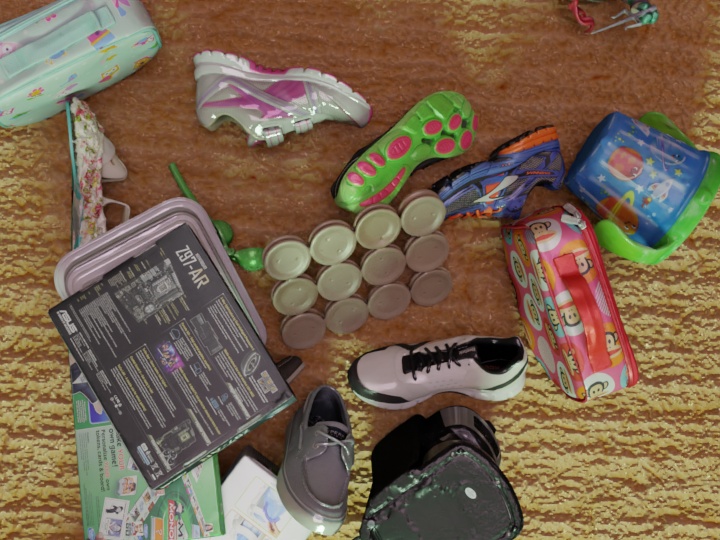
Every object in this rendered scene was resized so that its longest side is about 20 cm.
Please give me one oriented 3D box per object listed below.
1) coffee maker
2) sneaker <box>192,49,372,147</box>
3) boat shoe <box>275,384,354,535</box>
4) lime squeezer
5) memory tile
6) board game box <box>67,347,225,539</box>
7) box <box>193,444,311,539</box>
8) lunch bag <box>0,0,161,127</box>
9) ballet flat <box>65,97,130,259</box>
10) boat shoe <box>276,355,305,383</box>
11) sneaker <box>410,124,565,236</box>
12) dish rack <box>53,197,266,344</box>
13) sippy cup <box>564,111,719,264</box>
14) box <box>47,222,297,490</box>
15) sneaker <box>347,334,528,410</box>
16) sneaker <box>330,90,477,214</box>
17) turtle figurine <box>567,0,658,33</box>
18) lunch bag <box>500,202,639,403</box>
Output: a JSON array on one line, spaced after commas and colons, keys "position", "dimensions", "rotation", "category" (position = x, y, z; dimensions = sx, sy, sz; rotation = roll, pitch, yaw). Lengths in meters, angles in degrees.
[{"position": [0.057, 0.226, 1.064], "dimensions": [0.190, 0.200, 0.136], "rotation": [-12, 94, 3], "category": "coffee maker"}, {"position": [-0.087, -0.171, 1.130], "dimensions": [0.198, 0.081, 0.089], "rotation": [11, 88, 3], "category": "sneaker"}, {"position": [-0.040, 0.179, 1.056], "dimensions": [0.070, 0.201, 0.072], "rotation": [22, 110, -14], "category": "boat shoe"}, {"position": [-0.129, -0.043, 1.137], "dimensions": [0.199, 0.038, 0.071], "rotation": [26, 86, -4], "category": "lime squeezer"}, {"position": [0.000, 0.000, 1.116], "dimensions": [0.198, 0.017, 0.154], "rotation": [-18, 131, -7], "category": "memory tile"}, {"position": [-0.209, 0.166, 1.034], "dimensions": [0.133, 0.029, 0.202], "rotation": [-7, 79, -1], "category": "board game box"}, {"position": [-0.138, 0.293, 1.088], "dimensions": [0.101, 0.112, 0.201], "rotation": [37, 84, -2], "category": "box"}, {"position": [-0.297, -0.222, 1.063], "dimensions": [0.199, 0.160, 0.078], "rotation": [-29, 92, -5], "category": "lunch bag"}, {"position": [-0.275, -0.079, 1.111], "dimensions": [0.063, 0.076, 0.202], "rotation": [-2, 98, -16], "category": "ballet flat"}, {"position": [-0.145, 0.140, 1.102], "dimensions": [0.200, 0.067, 0.057], "rotation": [-38, 91, -20], "category": "boat shoe"}, {"position": [0.141, -0.084, 1.151], "dimensions": [0.199, 0.075, 0.079], "rotation": [-29, 95, -4], "category": "sneaker"}, {"position": [-0.201, 0.045, 1.094], "dimensions": [0.171, 0.044, 0.201], "rotation": [-29, 112, -7], "category": "dish rack"}, {"position": [0.296, -0.097, 1.135], "dimensions": [0.130, 0.178, 0.140], "rotation": [33, 107, -1], "category": "sippy cup"}, {"position": [-0.179, 0.081, 1.012], "dimensions": [0.160, 0.044, 0.201], "rotation": [-33, 81, -5], "category": "box"}, {"position": [0.084, 0.098, 1.127], "dimensions": [0.198, 0.080, 0.074], "rotation": [-5, 61, -9], "category": "sneaker"}, {"position": [0.044, -0.131, 1.140], "dimensions": [0.199, 0.084, 0.077], "rotation": [-34, 107, -23], "category": "sneaker"}, {"position": [0.281, -0.345, 1.160], "dimensions": [0.200, 0.100, 0.150], "rotation": [-39, 108, -21], "category": "turtle figurine"}, {"position": [0.216, 0.033, 1.100], "dimensions": [0.081, 0.176, 0.202], "rotation": [-19, 94, -3], "category": "lunch bag"}]
